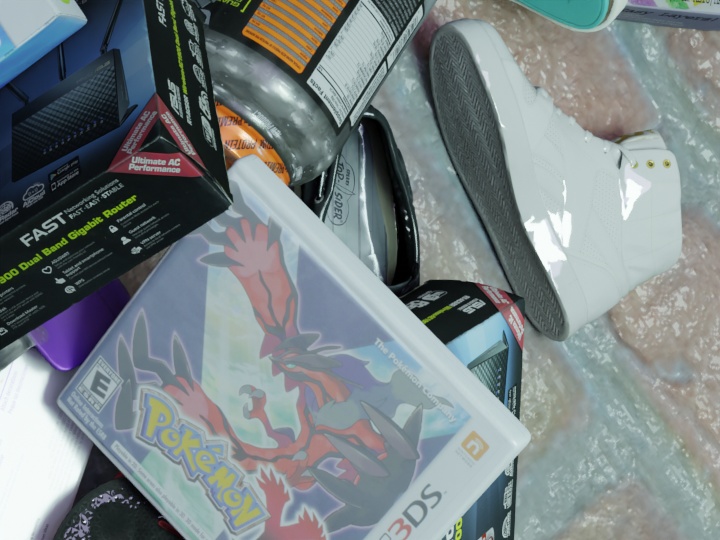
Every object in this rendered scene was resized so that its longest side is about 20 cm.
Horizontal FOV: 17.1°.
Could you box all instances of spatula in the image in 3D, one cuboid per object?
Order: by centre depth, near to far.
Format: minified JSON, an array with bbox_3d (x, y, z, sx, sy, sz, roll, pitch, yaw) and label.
[{"bbox_3d":[-0.204,0.058,1.242,0.200,0.021,0.057,-36,87,-18],"label":"spatula"}]

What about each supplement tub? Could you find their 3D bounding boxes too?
[{"bbox_3d":[-0.039,-0.134,1.316,0.122,0.122,0.201,39,68,-15],"label":"supplement tub"}]

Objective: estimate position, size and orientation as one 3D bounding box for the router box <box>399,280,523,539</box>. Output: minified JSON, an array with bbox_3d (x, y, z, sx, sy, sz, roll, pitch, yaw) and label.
[{"bbox_3d":[0.029,0.120,1.290,0.150,0.062,0.201,-27,122,-58],"label":"router box"}]

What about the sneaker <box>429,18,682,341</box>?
[{"bbox_3d":[0.121,-0.073,1.417,0.115,0.074,0.201,-29,107,-22],"label":"sneaker"}]

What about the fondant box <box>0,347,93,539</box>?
[{"bbox_3d":[-0.249,0.092,1.265,0.199,0.058,0.145,23,79,-20],"label":"fondant box"}]

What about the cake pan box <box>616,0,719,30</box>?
[{"bbox_3d":[0.204,-0.244,1.467,0.199,0.052,0.186,4,83,-21],"label":"cake pan box"}]

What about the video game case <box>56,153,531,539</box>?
[{"bbox_3d":[-0.039,0.074,1.200,0.200,0.182,0.023,45,28,11],"label":"video game case"}]

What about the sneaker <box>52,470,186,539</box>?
[{"bbox_3d":[-0.104,0.131,1.297,0.074,0.087,0.200,35,65,6],"label":"sneaker"}]

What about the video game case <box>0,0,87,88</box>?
[{"bbox_3d":[-0.268,-0.144,1.207,0.199,0.045,0.182,-35,82,11],"label":"video game case"}]

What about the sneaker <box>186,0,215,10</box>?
[{"bbox_3d":[-0.145,-0.166,1.271,0.199,0.082,0.070,-17,123,7],"label":"sneaker"}]

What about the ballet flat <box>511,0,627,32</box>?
[{"bbox_3d":[0.070,-0.203,1.393,0.199,0.069,0.070,28,76,9],"label":"ballet flat"}]

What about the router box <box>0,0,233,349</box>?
[{"bbox_3d":[-0.165,-0.051,1.209,0.199,0.150,0.062,-31,131,17],"label":"router box"}]

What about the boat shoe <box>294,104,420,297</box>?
[{"bbox_3d":[0.002,0.000,1.363,0.074,0.066,0.201,3,86,-23],"label":"boat shoe"}]
